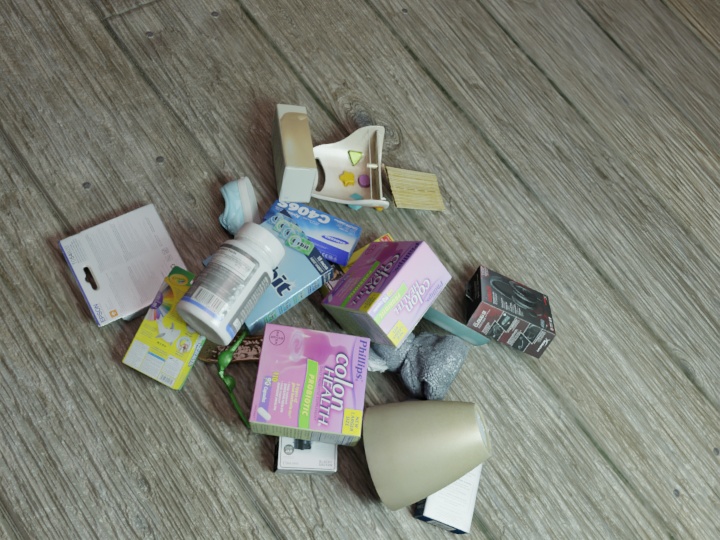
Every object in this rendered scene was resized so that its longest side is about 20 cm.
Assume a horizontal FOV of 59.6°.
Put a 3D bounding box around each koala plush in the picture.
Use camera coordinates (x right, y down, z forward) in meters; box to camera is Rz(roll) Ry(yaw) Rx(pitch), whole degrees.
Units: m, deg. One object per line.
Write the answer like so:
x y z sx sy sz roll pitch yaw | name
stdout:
0.099 0.171 1.258 0.197 0.185 0.178 30 61 13 | koala plush

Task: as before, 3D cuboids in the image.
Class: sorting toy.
-0.032 -0.219 1.430 0.175 0.107 0.205 2 66 -8 | sorting toy

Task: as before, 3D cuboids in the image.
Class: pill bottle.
-0.226 0.020 1.121 0.113 0.114 0.202 33 66 0 | pill bottle

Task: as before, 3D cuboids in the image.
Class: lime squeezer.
-0.237 0.194 1.185 0.070 0.037 0.206 5 84 -41 | lime squeezer

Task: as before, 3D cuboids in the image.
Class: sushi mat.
0.127 -0.185 1.443 0.198 0.012 0.098 -2 76 -49 | sushi mat

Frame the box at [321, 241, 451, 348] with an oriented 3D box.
0.045 0.039 1.224 0.177 0.199 0.097 -49 113 -18 | box

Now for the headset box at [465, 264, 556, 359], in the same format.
0.314 0.084 1.371 0.196 0.078 0.150 25 32 -5 | headset box

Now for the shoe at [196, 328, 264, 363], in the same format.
-0.246 0.147 1.226 0.195 0.053 0.072 8 85 -9 | shoe

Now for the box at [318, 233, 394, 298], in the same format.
0.000 0.000 1.361 0.198 0.050 0.076 -29 76 -26 | box

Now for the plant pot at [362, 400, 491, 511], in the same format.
0.129 0.313 1.133 0.196 0.187 0.191 -19 68 16 | plant pot

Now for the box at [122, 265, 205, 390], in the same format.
-0.344 0.104 1.172 0.115 0.048 0.203 24 80 8 | box

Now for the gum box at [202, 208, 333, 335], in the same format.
-0.179 -0.001 1.222 0.198 0.045 0.170 -35 68 -17 | gum box

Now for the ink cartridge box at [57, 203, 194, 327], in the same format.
-0.457 -0.009 1.233 0.197 0.041 0.202 -26 76 -25 | ink cartridge box

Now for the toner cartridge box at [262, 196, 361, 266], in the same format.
-0.103 -0.086 1.339 0.196 0.044 0.096 21 41 4 | toner cartridge box

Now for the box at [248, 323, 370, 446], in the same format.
-0.090 0.208 1.138 0.195 0.097 0.180 9 65 -4 | box

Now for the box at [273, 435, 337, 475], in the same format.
-0.102 0.279 1.199 0.114 0.060 0.205 6 65 -14 | box

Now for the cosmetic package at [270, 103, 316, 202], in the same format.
-0.149 -0.258 1.379 0.069 0.106 0.204 1 54 -18 | cosmetic package

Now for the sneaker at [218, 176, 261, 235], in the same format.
-0.254 -0.092 1.327 0.080 0.074 0.205 -14 74 10 | sneaker

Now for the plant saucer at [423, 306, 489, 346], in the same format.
0.174 0.107 1.298 0.197 0.200 0.028 29 90 -2 | plant saucer

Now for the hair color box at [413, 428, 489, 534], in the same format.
0.179 0.396 1.230 0.098 0.061 0.203 22 62 -6 | hair color box
